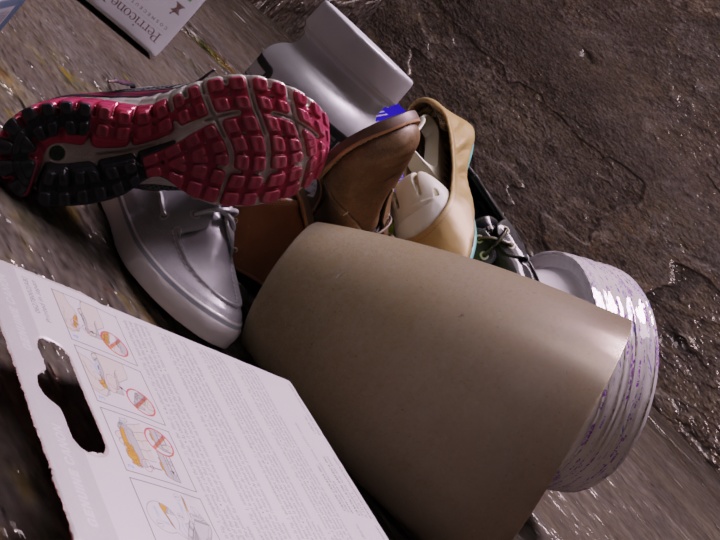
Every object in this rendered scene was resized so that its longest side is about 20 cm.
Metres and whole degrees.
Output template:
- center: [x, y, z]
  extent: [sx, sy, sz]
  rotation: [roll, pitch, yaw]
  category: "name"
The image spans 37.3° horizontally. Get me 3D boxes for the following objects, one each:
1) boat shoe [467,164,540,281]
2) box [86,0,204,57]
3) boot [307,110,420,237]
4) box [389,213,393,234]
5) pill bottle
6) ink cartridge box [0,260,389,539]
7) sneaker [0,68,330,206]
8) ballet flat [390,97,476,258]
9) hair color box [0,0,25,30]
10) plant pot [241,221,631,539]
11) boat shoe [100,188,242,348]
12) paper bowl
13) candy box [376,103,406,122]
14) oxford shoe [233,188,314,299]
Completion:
- center: [0.094, -0.020, 0.849]
  extent: [0.057, 0.068, 0.200]
  rotation: [96, -28, -46]
  category: "boat shoe"
- center: [-0.278, -0.405, 1.299]
  extent: [0.199, 0.171, 0.200]
  rotation: [38, 12, -26]
  category: "box"
- center: [0.006, -0.044, 0.736]
  extent: [0.076, 0.073, 0.200]
  rotation: [65, -21, 12]
  category: "boot"
- center: [0.000, 0.000, 0.857]
  extent: [0.048, 0.122, 0.200]
  rotation: [47, 7, -38]
  category: "box"
- center: [-0.059, -0.105, 0.839]
  extent: [0.116, 0.200, 0.116]
  rotation: [42, 11, -10]
  category: "pill bottle"
- center: [-0.074, 0.087, 0.454]
  extent: [0.200, 0.050, 0.161]
  rotation: [27, 19, -46]
  category: "ink cartridge box"
- center: [-0.117, -0.086, 0.654]
  extent: [0.199, 0.081, 0.075]
  rotation: [0, 18, -12]
  category: "sneaker"
- center: [0.047, -0.060, 0.793]
  extent: [0.063, 0.069, 0.200]
  rotation: [44, 30, -26]
  category: "ballet flat"
- center: [-0.327, -0.228, 0.704]
  extent: [0.200, 0.061, 0.099]
  rotation: [41, 10, -14]
  category: "hair color box"
- center: [0.032, 0.061, 0.665]
  extent: [0.200, 0.188, 0.187]
  rotation: [31, 8, 8]
  category: "plant pot"
- center: [-0.114, -0.030, 0.695]
  extent: [0.072, 0.069, 0.200]
  rotation: [35, 13, -38]
  category: "boat shoe"
- center: [0.150, 0.082, 0.908]
  extent: [0.104, 0.201, 0.201]
  rotation: [14, 22, -22]
  category: "paper bowl"
- center: [0.006, -0.150, 1.399]
  extent: [0.169, 0.077, 0.200]
  rotation: [-18, 52, -30]
  category: "candy box"
- center: [-0.075, -0.036, 0.746]
  extent: [0.200, 0.071, 0.071]
  rotation: [62, -19, -4]
  category: "oxford shoe"
